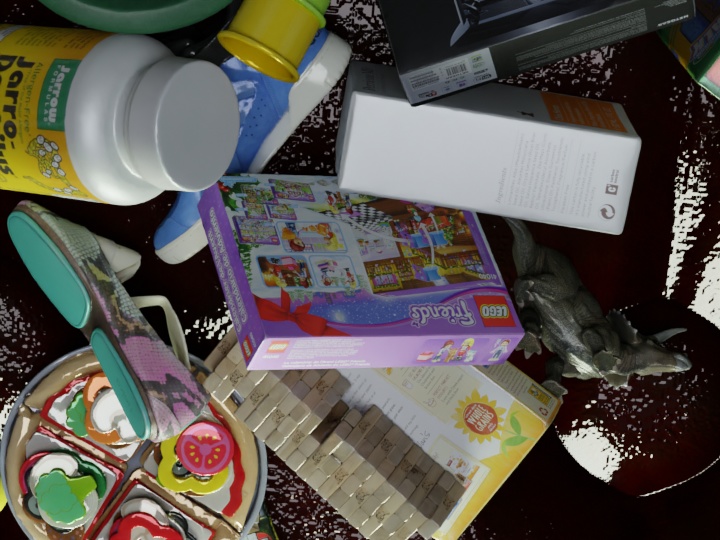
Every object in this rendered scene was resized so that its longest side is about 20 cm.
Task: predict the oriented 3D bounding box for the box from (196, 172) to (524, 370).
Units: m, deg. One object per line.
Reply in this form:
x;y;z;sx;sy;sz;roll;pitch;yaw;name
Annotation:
0.000;0.000;1.359;0.199;0.138;0.039;1;142;-28;box

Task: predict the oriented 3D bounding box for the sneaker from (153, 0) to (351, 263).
-0.107;-0.108;1.389;0.111;0.077;0.200;36;105;-13;sneaker

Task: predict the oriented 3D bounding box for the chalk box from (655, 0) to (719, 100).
0.291;-0.148;1.315;0.124;0.200;0.124;36;105;-12;chalk box

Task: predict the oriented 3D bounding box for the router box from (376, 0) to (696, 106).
0.103;-0.214;1.322;0.199;0.052;0.158;-16;67;5;router box

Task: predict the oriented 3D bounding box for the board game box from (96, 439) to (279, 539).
-0.123;0.186;1.519;0.104;0.023;0.201;-18;108;7;board game box

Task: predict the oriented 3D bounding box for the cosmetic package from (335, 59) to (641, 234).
0.085;-0.087;1.386;0.198;0.102;0.072;8;108;-4;cosmetic package

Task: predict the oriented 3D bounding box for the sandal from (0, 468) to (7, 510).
-0.324;0.110;1.457;0.079;0.087;0.201;-29;105;11;sandal

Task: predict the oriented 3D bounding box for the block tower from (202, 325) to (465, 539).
-0.022;0.114;1.411;0.200;0.054;0.058;42;127;0;block tower

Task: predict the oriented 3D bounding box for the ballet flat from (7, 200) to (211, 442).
-0.174;0.028;1.430;0.071;0.069;0.201;-29;78;-29;ballet flat

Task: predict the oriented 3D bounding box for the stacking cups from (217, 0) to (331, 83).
-0.017;-0.219;1.292;0.060;0.060;0.201;32;80;-11;stacking cups

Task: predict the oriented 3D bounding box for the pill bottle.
-0.181;-0.102;1.324;0.199;0.113;0.114;9;114;36;pill bottle

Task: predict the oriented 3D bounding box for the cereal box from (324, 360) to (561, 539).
0.024;0.088;1.433;0.200;0.040;0.144;38;125;3;cereal box

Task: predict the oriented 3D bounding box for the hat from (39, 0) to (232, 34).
-0.131;-0.268;1.305;0.198;0.177;0.167;-3;124;1;hat

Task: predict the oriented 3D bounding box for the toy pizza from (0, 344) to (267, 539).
-0.168;0.148;1.477;0.198;0.032;0.202;0;109;0;toy pizza

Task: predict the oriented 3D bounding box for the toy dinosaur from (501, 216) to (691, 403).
0.143;0.030;1.438;0.200;0.102;0.077;42;114;-5;toy dinosaur
